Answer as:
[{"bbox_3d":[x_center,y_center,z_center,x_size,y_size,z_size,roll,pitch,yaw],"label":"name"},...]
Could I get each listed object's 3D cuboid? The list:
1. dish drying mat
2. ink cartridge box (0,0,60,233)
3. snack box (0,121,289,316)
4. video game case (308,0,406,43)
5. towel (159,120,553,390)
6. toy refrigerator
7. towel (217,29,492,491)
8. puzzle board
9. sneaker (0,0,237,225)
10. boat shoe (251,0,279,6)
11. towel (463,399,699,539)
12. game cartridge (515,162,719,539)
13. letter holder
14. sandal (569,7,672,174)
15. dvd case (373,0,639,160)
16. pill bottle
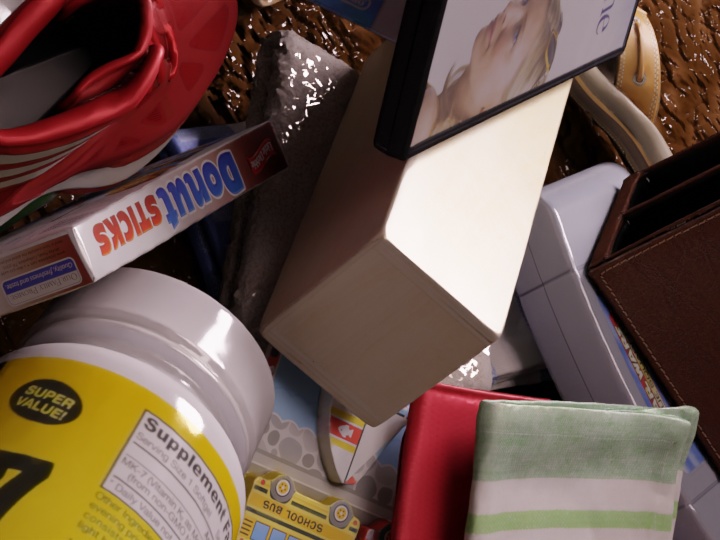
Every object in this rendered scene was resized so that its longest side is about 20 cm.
[{"bbox_3d":[0.034,0.147,1.019,0.077,0.018,0.201,11,85,-39],"label":"dish drying mat"},{"bbox_3d":[-0.189,-0.121,0.953,0.200,0.084,0.146,40,46,-24],"label":"ink cartridge box"},{"bbox_3d":[-0.094,-0.018,0.955,0.024,0.072,0.200,68,22,-6],"label":"snack box"},{"bbox_3d":[-0.022,-0.204,0.959,0.200,0.045,0.182,24,96,-22],"label":"video game case"},{"bbox_3d":[0.006,-0.006,1.133,0.200,0.024,0.147,-9,74,-47],"label":"towel"},{"bbox_3d":[0.030,-0.033,1.033,0.070,0.076,0.200,41,36,-16],"label":"toy refrigerator"},{"bbox_3d":[0.000,0.000,1.080,0.132,0.034,0.200,30,49,-30],"label":"towel"},{"bbox_3d":[0.020,0.124,1.028,0.200,0.017,0.151,26,79,-33],"label":"puzzle board"},{"bbox_3d":[-0.082,-0.073,0.885,0.078,0.115,0.200,55,45,-10],"label":"sneaker"},{"bbox_3d":[0.005,-0.167,1.091,0.074,0.200,0.069,-25,92,-37],"label":"boat shoe"},{"bbox_3d":[0.088,0.154,1.046,0.152,0.023,0.201,4,92,-51],"label":"towel"},{"bbox_3d":[0.134,0.049,1.197,0.200,0.041,0.133,64,23,1],"label":"game cartridge"},{"bbox_3d":[0.223,0.029,1.176,0.200,0.142,0.101,55,28,-14],"label":"letter holder"},{"bbox_3d":[0.130,-0.099,1.262,0.200,0.054,0.080,52,7,-14],"label":"sandal"},{"bbox_3d":[0.075,-0.131,0.996,0.018,0.143,0.200,24,27,23],"label":"dvd case"},{"bbox_3d":[-0.108,0.098,0.889,0.114,0.114,0.200,45,43,-17],"label":"pill bottle"}]
